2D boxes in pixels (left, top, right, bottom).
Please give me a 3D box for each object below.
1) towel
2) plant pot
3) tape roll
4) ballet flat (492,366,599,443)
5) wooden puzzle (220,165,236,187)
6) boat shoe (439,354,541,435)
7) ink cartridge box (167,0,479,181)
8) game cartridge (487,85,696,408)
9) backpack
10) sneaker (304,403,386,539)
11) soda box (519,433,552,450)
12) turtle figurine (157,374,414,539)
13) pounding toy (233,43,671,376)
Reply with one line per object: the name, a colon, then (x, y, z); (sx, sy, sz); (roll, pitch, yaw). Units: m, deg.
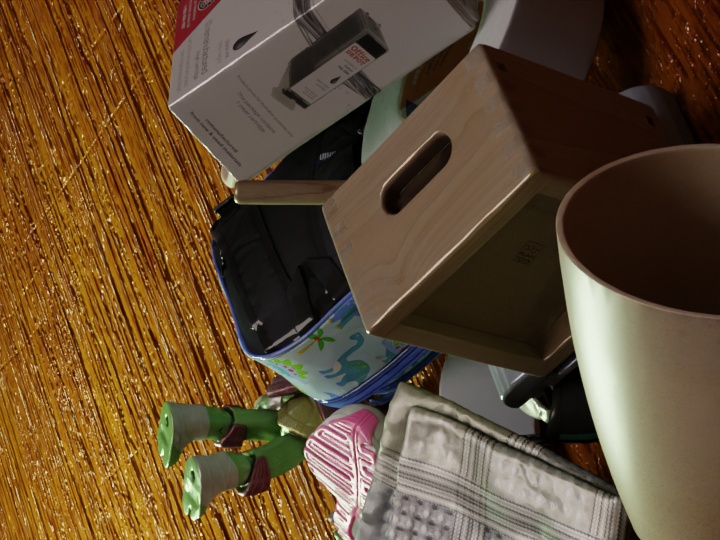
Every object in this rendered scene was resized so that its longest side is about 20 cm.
towel: (0.071, 0.191, 1.512); (0.199, 0.034, 0.194); (24, 111, 38)
plant pot: (0.201, 0.061, 1.365); (0.187, 0.186, 0.201); (-130, 33, -53)
tape roll: (0.080, -0.131, 1.620); (0.200, 0.066, 0.201); (-51, 23, 32)
ballet flat: (0.112, 0.043, 1.637); (0.200, 0.068, 0.068); (-121, 17, -47)
wooden puzzle: (-0.031, -0.145, 1.786); (0.037, 0.185, 0.200); (47, 169, -1)
boat shoe: (0.101, 0.141, 1.681); (0.057, 0.068, 0.201); (77, 178, -60)
ink cartridge box: (-0.027, -0.172, 1.627); (0.199, 0.083, 0.147); (-33, 30, 20)
game cartridge: (0.139, -0.021, 1.553); (0.200, 0.040, 0.134); (-44, 46, 31)
backpack: (0.000, 0.000, 1.742); (0.183, 0.147, 0.200); (-42, 30, 17)
sneaker: (0.022, 0.144, 1.752); (0.081, 0.088, 0.200); (39, 162, 25)
soda box: (0.097, 0.210, 1.574); (0.071, 0.063, 0.202); (-121, 28, -86)
turtle figurine: (-0.055, 0.155, 1.869); (0.200, 0.193, 0.145); (135, 127, -60)
pounding toy: (0.063, -0.038, 1.477); (0.200, 0.183, 0.143); (-44, 49, 31)
